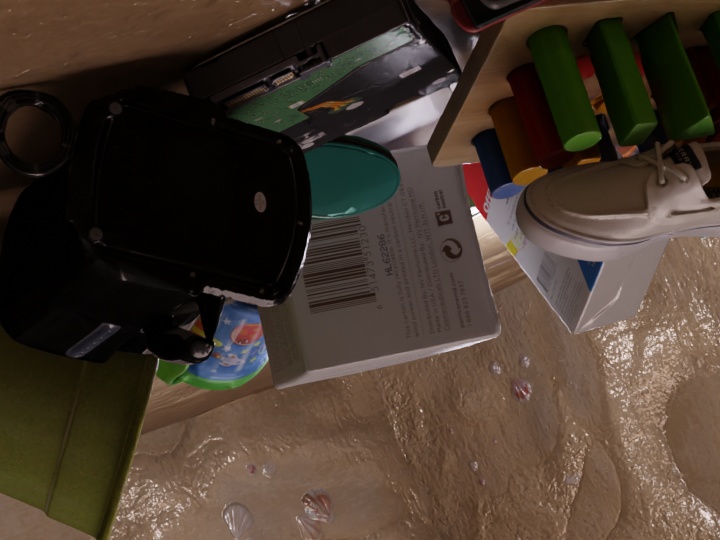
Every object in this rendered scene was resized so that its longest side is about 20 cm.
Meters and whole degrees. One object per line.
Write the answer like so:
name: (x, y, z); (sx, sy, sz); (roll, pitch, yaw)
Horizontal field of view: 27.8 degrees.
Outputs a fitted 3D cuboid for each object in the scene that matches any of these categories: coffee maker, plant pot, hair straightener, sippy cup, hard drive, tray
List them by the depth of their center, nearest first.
coffee maker: (-0.152, -0.030, 0.876); (0.200, 0.192, 0.135); (-27, -150, 57)
hair straightener: (0.150, -0.200, 0.879); (0.200, 0.041, 0.077); (-20, 173, -19)
hard drive: (-0.017, -0.125, 0.927); (0.140, 0.038, 0.200); (-25, 174, 12)
plant pot: (-0.250, 0.082, 1.038); (0.190, 0.200, 0.200); (14, 164, -10)
tray: (0.029, -0.119, 1.184); (0.107, 0.022, 0.200); (-25, 173, 6)
sippy cup: (-0.126, 0.027, 1.387); (0.139, 0.178, 0.130); (12, 146, -21)

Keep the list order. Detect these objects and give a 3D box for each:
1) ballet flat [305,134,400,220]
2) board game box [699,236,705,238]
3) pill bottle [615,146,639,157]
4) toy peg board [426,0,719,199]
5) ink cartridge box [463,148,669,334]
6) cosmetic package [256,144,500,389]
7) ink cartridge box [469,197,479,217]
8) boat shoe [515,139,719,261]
ballet flat: (-0.068, -0.070, 1.066); (0.200, 0.067, 0.070); (-10, -155, -30)
board game box: (0.291, -0.146, 1.092); (0.200, 0.047, 0.151); (-58, -167, 36)
pill bottle: (0.230, -0.125, 1.438); (0.106, 0.106, 0.200); (-23, 172, -1)
toy peg board: (0.173, -0.104, 0.999); (0.200, 0.098, 0.199); (-8, 156, -17)
ink cartridge box: (0.160, -0.061, 1.184); (0.067, 0.200, 0.116); (-15, 142, -25)
cosmetic package: (0.000, 0.000, 1.240); (0.166, 0.168, 0.200); (-11, 175, -12)
ink cartridge box: (0.051, -0.066, 1.488); (0.104, 0.059, 0.200); (-28, 171, 39)
boat shoe: (0.197, -0.056, 0.935); (0.200, 0.071, 0.070); (-4, 143, -17)
